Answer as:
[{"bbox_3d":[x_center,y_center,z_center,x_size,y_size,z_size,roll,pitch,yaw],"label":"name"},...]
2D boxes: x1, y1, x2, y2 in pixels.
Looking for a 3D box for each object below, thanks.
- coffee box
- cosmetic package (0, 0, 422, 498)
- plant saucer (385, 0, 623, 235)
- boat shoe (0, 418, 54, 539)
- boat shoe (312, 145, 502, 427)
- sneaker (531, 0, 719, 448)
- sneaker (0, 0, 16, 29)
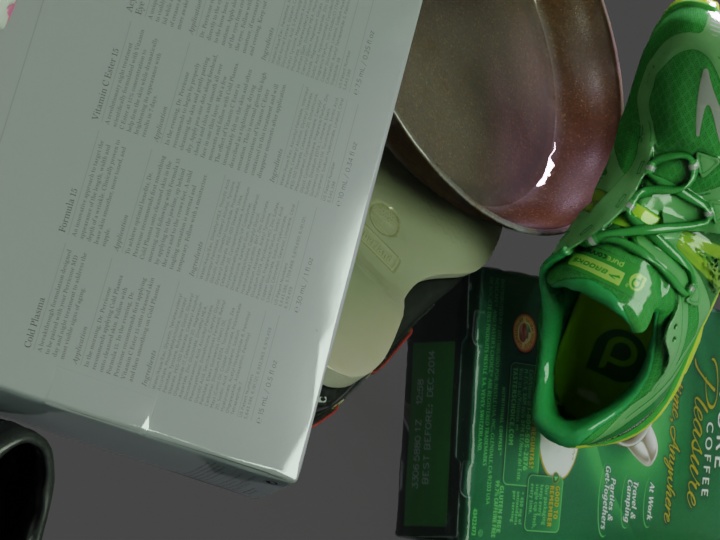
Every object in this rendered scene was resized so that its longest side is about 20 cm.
[{"bbox_3d":[0.096,0.068,1.204,0.200,0.044,0.123,8,84,-48],"label":"coffee box"},{"bbox_3d":[-0.074,-0.037,0.955,0.150,0.052,0.200,20,72,-16],"label":"cosmetic package"},{"bbox_3d":[0.041,-0.106,1.120,0.200,0.032,0.201,30,49,-43],"label":"plant saucer"},{"bbox_3d":[-0.148,0.142,0.904,0.070,0.066,0.200,36,63,-42],"label":"boat shoe"},{"bbox_3d":[-0.002,-0.002,1.084,0.074,0.063,0.201,48,37,-5],"label":"boat shoe"},{"bbox_3d":[0.121,-0.012,1.090,0.084,0.074,0.200,-31,139,-63],"label":"sneaker"},{"bbox_3d":[-0.162,-0.106,0.886,0.087,0.074,0.200,23,77,-53],"label":"sneaker"}]
